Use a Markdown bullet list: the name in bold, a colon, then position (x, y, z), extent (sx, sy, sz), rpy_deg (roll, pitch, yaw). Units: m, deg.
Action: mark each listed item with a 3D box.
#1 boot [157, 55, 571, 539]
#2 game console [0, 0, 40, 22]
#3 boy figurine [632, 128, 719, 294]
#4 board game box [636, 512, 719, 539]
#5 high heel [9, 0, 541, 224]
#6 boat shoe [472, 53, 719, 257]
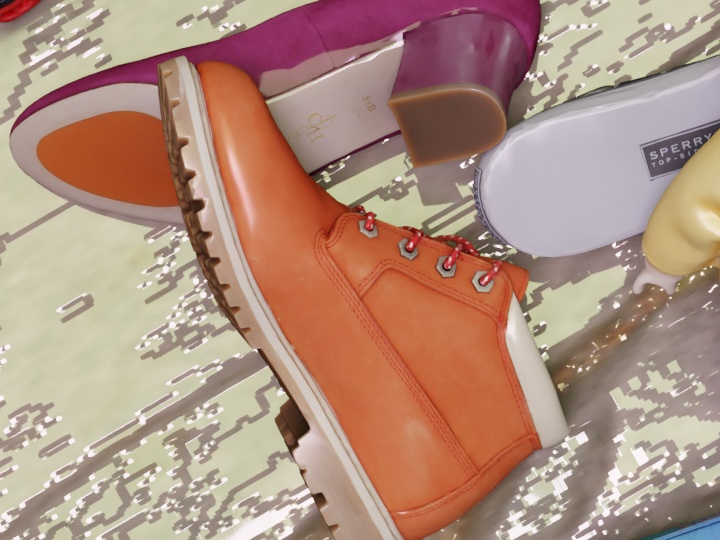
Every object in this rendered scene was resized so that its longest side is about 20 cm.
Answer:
- **boot**: position (0.000, 0.000, 0.948), extent (0.107, 0.075, 0.201), rpy_deg (-27, 109, -2)
- **game console**: position (-0.141, -0.222, 1.021), extent (0.177, 0.031, 0.200), rpy_deg (-44, 83, 3)
- **boy figurine**: position (0.153, -0.013, 0.913), extent (0.123, 0.065, 0.201), rpy_deg (-4, 115, 16)
- **board game box**: position (0.165, 0.147, 0.902), extent (0.199, 0.045, 0.153), rpy_deg (-23, 83, 37)
- **high heel**: position (-0.030, -0.072, 0.997), extent (0.198, 0.096, 0.068), rpy_deg (-2, 128, 15)
- **boat shoe**: position (0.137, -0.053, 0.968), extent (0.199, 0.057, 0.069), rpy_deg (-12, 101, 2)
